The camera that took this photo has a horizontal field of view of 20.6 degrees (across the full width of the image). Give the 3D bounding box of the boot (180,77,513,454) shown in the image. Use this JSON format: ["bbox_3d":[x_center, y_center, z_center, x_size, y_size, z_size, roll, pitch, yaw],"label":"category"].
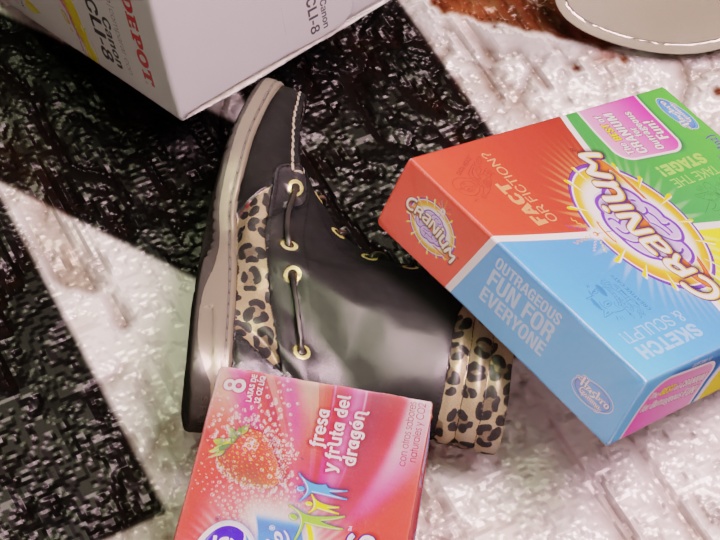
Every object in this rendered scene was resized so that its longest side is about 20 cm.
[{"bbox_3d":[0.000,0.000,0.942,0.150,0.073,0.200,9,48,-1],"label":"boot"}]

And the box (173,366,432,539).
[{"bbox_3d":[-0.033,0.154,0.816,0.094,0.103,0.200,9,57,4],"label":"box"}]

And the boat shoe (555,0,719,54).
[{"bbox_3d":[0.202,-0.161,1.084,0.199,0.073,0.063,-7,13,-1],"label":"boat shoe"}]

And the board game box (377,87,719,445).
[{"bbox_3d":[0.129,-0.009,0.925,0.200,0.040,0.153,-19,55,-45],"label":"board game box"}]

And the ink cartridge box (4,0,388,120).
[{"bbox_3d":[-0.103,-0.199,0.999,0.145,0.146,0.200,-34,45,-24],"label":"ink cartridge box"}]
